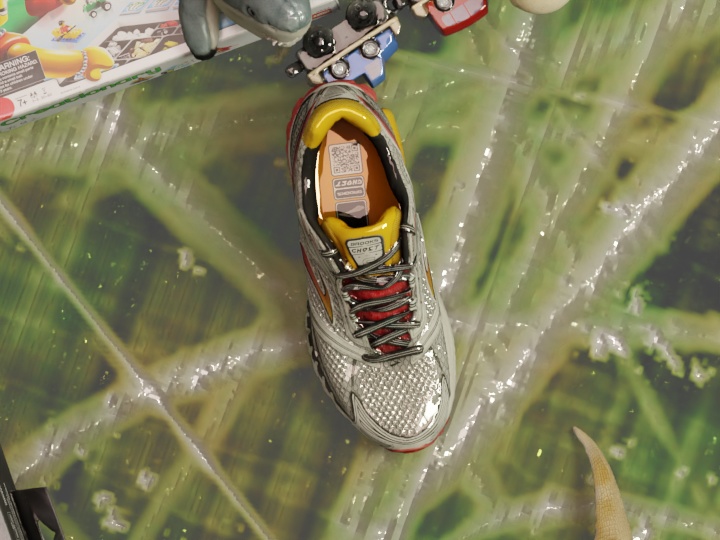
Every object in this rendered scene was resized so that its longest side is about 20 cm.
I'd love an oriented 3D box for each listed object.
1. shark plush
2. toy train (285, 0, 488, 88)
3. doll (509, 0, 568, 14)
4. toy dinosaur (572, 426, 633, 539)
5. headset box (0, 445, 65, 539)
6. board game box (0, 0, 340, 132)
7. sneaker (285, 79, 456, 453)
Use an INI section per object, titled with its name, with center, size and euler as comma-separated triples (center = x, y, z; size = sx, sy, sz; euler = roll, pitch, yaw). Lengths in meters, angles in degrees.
[shark plush]
center = -0.075, -0.206, 1.540
size = 0.091, 0.083, 0.200
euler = -19, 83, 0
[toy train]
center = 0.049, -0.151, 1.590
size = 0.200, 0.034, 0.046
euler = -32, 93, -1
[doll]
center = 0.083, -0.223, 1.563
size = 0.136, 0.048, 0.200
euler = -12, 66, 9
[toy dinosaur]
center = 0.142, 0.182, 1.531
size = 0.101, 0.058, 0.200
euler = 5, 83, 5
[headset box]
center = -0.248, 0.172, 1.544
size = 0.200, 0.077, 0.149
euler = -20, 82, 2
[board game box]
center = -0.125, -0.168, 1.599
size = 0.200, 0.035, 0.126
euler = -20, 83, 0
[sneaker]
center = 0.000, 0.000, 1.543
size = 0.078, 0.082, 0.200
euler = -15, 94, 1
